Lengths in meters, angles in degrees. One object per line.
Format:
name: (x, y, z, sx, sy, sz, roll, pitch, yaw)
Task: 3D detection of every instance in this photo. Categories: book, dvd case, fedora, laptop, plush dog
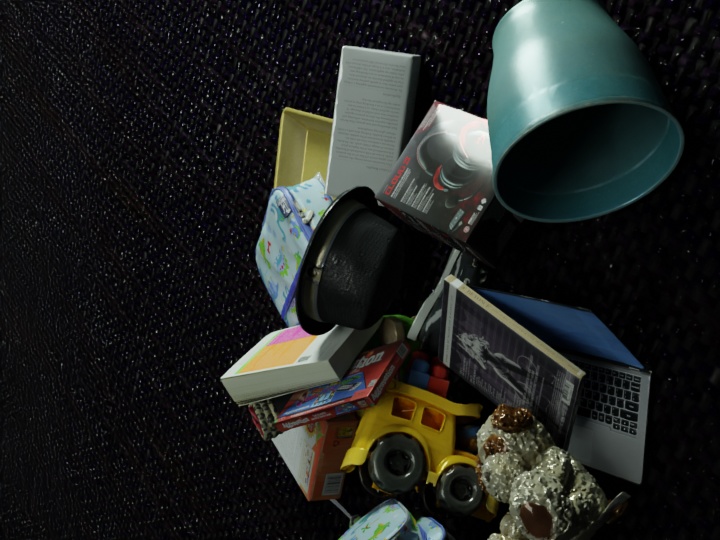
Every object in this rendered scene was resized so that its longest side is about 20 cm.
book: (-0.078, 0.110, 1.450, 0.198, 0.134, 0.048, -17, 112, 39)
dvd case: (0.169, 0.110, 1.239, 0.199, 0.016, 0.150, 37, 148, 29)
fedora: (0.000, 0.000, 1.355, 0.091, 0.200, 0.203, 23, 112, 23)
laptop: (0.220, 0.127, 1.206, 0.186, 0.115, 0.204, 12, 102, 52)
plush dog: (0.195, 0.231, 1.199, 0.173, 0.159, 0.201, 54, 154, 29)

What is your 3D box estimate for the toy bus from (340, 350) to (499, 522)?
toy bus: (0.094, 0.206, 1.357, 0.136, 0.197, 0.194, 115, 176, -72)

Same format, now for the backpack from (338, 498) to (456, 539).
backpack: (0.028, 0.375, 1.256, 0.147, 0.200, 0.183, 45, 172, -5)

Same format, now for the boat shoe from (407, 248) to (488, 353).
boat shoe: (0.130, 0.013, 1.364, 0.060, 0.076, 0.202, 29, 110, 5)

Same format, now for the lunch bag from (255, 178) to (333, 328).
lunch bag: (-0.079, -0.018, 1.522, 0.162, 0.082, 0.201, 60, 150, 22)

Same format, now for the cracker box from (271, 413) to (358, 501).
cracker box: (-0.077, 0.233, 1.615, 0.200, 0.057, 0.136, 46, 129, 54)

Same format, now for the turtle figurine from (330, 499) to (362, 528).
turtle figurine: (-0.026, 0.412, 1.521, 0.193, 0.143, 0.203, -27, 75, 45)

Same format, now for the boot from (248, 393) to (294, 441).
boot: (-0.096, 0.154, 1.536, 0.204, 0.152, 0.074, -127, 20, -54)

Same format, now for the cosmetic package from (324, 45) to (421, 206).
cosmetic package: (0.017, -0.196, 1.452, 0.100, 0.071, 0.203, 11, 103, 11)

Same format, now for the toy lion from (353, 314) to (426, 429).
toy lion: (0.030, 0.164, 1.508, 0.191, 0.068, 0.204, -3, 89, 60)

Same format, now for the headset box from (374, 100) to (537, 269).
headset box: (0.120, -0.111, 1.308, 0.199, 0.075, 0.150, 31, 87, 48)

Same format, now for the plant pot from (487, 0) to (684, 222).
plant pot: (0.221, -0.185, 1.141, 0.200, 0.198, 0.190, -44, 44, 44)

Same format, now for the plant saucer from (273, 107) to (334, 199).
plant saucer: (-0.056, -0.130, 1.604, 0.199, 0.048, 0.203, 23, 111, 49)

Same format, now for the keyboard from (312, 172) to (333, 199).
keyboard: (-0.035, -0.048, 1.536, 0.056, 0.011, 0.202, -52, 53, 40)

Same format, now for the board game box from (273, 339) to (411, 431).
board game box: (-0.026, 0.149, 1.371, 0.199, 0.103, 0.020, -23, 112, 47)
